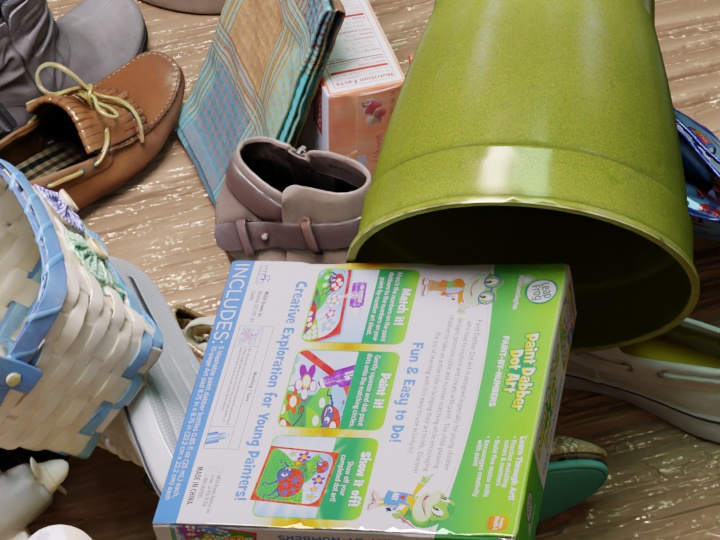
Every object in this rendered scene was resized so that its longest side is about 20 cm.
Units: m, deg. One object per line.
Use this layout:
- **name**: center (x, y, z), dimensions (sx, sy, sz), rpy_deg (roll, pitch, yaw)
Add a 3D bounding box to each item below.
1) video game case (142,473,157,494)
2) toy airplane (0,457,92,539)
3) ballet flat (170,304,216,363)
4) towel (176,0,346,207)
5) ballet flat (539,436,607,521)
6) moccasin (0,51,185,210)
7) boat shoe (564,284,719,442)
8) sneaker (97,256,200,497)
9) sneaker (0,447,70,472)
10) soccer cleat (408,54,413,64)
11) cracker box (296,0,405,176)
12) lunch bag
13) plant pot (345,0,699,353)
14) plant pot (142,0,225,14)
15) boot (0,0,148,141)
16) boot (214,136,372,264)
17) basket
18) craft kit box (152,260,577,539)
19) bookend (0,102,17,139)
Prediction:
- **video game case**: center (-0.012, 0.097, 1.592), dimensions (0.200, 0.019, 0.143), rpy_deg (19, 63, 40)
- **toy airplane**: center (-0.170, 0.192, 1.516), dimensions (0.199, 0.141, 0.199), rpy_deg (18, 47, 18)
- **ballet flat**: center (-0.036, 0.064, 1.694), dimensions (0.199, 0.065, 0.071), rpy_deg (12, 19, 11)
- **towel**: center (-0.067, -0.127, 1.809), dimensions (0.022, 0.200, 0.147), rpy_deg (3, 39, -26)
- **ballet flat**: center (0.044, 0.127, 1.620), dimensions (0.200, 0.071, 0.065), rpy_deg (-19, 52, -20)
- **moccasin**: center (-0.192, -0.088, 1.852), dimensions (0.074, 0.078, 0.201), rpy_deg (34, 54, 31)
- **boat shoe**: center (0.155, 0.034, 1.714), dimensions (0.202, 0.086, 0.075), rpy_deg (23, 49, 22)
- **sneaker**: center (-0.125, 0.081, 1.623), dimensions (0.073, 0.071, 0.200), rpy_deg (22, 27, -36)
- **sneaker**: center (-0.231, 0.101, 1.665), dimensions (0.079, 0.074, 0.200), rpy_deg (-3, 28, 40)
- **soccer cleat**: center (0.078, -0.083, 1.854), dimensions (0.077, 0.069, 0.200), rpy_deg (-2, 41, -5)
- **cracker box**: center (-0.023, -0.129, 1.853), dimensions (0.058, 0.134, 0.200), rpy_deg (-11, 45, -12)
- **lunch bag**: center (0.191, -0.062, 1.771), dimensions (0.200, 0.151, 0.094), rpy_deg (33, 93, 20)
- **plant pot**: center (0.101, -0.080, 1.630), dimensions (0.200, 0.200, 0.193), rpy_deg (4, 65, 6)
- **plant pot**: center (-0.105, -0.311, 2.016), dimensions (0.199, 0.174, 0.200), rpy_deg (-1, 45, 1)
- **boot**: center (-0.211, -0.160, 1.889), dimensions (0.070, 0.132, 0.200), rpy_deg (19, 48, 21)
- **boot**: center (0.000, 0.000, 1.708), dimensions (0.199, 0.146, 0.070), rpy_deg (17, 46, 18)
- **basket**: center (-0.222, 0.010, 1.549), dimensions (0.200, 0.139, 0.176), rpy_deg (17, 24, -39)
- **craft kit box**: center (0.006, 0.077, 1.525), dimensions (0.197, 0.049, 0.200), rpy_deg (-1, 45, 17)
- **bookend**: center (-0.286, -0.006, 1.704), dimensions (0.200, 0.092, 0.199), rpy_deg (-34, 47, 3)
